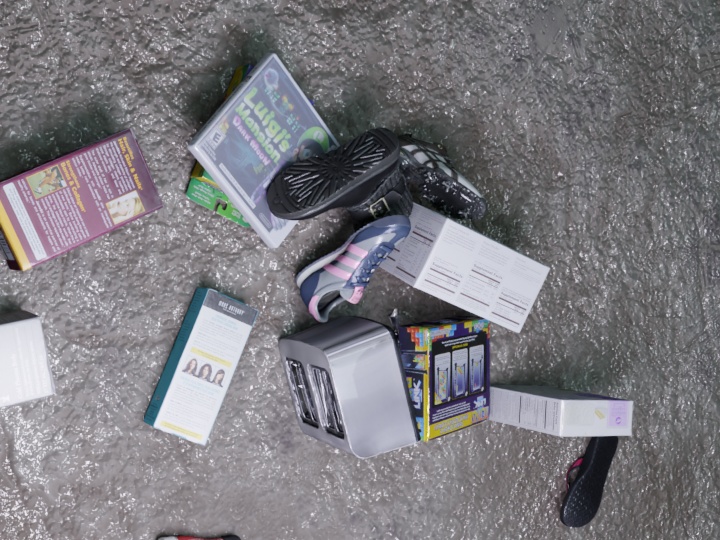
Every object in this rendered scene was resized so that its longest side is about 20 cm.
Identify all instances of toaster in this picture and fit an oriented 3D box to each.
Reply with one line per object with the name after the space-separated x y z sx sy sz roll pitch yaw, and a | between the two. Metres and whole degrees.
-0.015 0.156 1.530 0.118 0.181 0.200 -18 102 -26 | toaster

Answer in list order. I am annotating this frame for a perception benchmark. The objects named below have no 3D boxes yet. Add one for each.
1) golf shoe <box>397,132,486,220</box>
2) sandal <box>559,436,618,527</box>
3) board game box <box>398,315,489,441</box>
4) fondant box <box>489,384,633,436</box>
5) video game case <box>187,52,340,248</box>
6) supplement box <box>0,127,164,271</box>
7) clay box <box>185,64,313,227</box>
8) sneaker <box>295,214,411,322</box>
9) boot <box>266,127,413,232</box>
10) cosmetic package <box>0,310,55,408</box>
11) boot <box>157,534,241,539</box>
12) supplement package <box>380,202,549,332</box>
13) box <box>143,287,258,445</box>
0.114 -0.148 1.598 0.094 0.200 0.078 -42 153 -32 | golf shoe
0.383 0.351 1.847 0.075 0.045 0.200 50 55 -27 | sandal
0.128 0.158 1.636 0.200 0.057 0.166 -3 95 -57 | board game box
0.305 0.218 1.701 0.144 0.200 0.058 4 90 -30 | fondant box
-0.121 -0.162 1.486 0.182 0.023 0.200 -54 128 -22 | video game case
-0.367 -0.090 1.376 0.200 0.086 0.111 -28 105 -25 | supplement box
-0.154 -0.170 1.514 0.115 0.048 0.200 26 78 -30 | clay box
0.000 0.000 1.529 0.070 0.200 0.082 18 43 -50 | sneaker
-0.022 -0.093 1.525 0.211 0.079 0.158 -26 145 -11 | boot
-0.488 0.120 1.318 0.200 0.090 0.107 -15 102 -31 | cosmetic package
-0.203 0.462 1.478 0.144 0.072 0.200 8 67 -32 | boot
0.147 -0.010 1.620 0.200 0.156 0.111 24 94 -28 | supplement package
-0.219 0.130 1.489 0.082 0.049 0.200 26 79 -28 | box
